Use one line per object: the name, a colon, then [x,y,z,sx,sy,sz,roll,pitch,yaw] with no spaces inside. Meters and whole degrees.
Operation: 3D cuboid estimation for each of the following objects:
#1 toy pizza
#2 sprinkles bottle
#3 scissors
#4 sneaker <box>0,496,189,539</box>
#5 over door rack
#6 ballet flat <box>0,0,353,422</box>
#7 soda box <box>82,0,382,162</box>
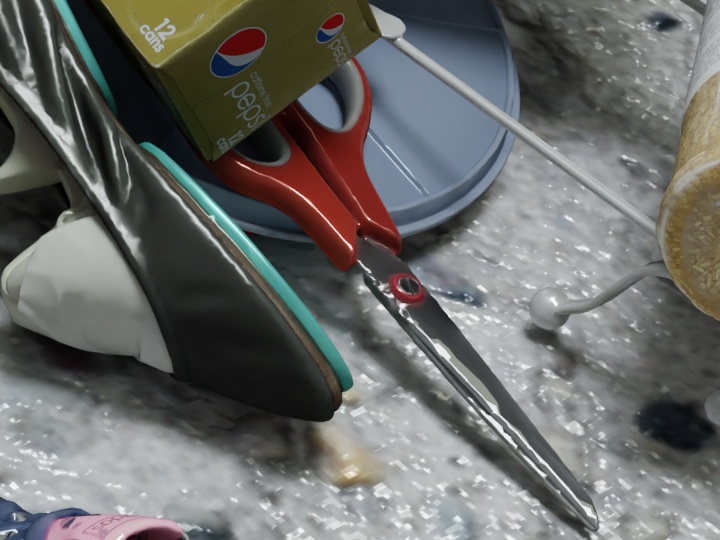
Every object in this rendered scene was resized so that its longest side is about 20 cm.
toy pizza: [-0.042,-0.081,0.921,0.199,0.032,0.201,17,43,-16]
sprinkles bottle: [0.134,-0.067,0.857,0.068,0.068,0.201,19,40,0]
scissors: [0.000,0.000,0.837,0.073,0.014,0.201,-4,54,-36]
sneaker: [-0.073,0.076,0.667,0.199,0.082,0.070,33,37,26]
over door rack: [0.094,-0.043,0.913,0.147,0.067,0.200,-23,63,-46]
ballet flat: [-0.084,-0.025,0.806,0.068,0.068,0.200,-34,77,-10]
soda box: [-0.079,-0.131,0.850,0.068,0.064,0.200,-36,65,-5]
